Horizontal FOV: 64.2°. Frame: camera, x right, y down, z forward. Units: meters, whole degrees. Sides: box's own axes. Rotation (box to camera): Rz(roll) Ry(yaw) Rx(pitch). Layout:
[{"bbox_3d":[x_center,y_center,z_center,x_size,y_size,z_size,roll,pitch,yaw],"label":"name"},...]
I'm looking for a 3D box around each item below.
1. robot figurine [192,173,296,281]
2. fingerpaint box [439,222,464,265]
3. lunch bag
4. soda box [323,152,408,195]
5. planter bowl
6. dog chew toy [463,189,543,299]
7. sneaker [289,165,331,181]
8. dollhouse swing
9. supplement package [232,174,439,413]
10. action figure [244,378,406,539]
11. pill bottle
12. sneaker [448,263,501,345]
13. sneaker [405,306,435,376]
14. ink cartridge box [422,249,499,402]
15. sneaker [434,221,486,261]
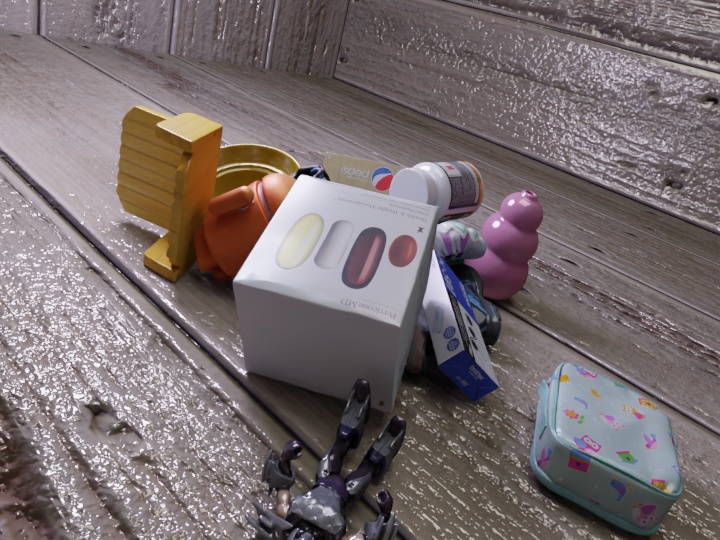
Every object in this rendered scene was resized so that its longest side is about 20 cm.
[{"bbox_3d":[-0.147,-0.062,0.826,0.196,0.146,0.117,-28,23,10],"label":"robot figurine"},{"bbox_3d":[0.119,-0.065,1.155,0.163,0.075,0.199,-3,30,-38],"label":"fingerpaint box"},{"bbox_3d":[0.282,0.198,0.680,0.156,0.079,0.200,21,24,15],"label":"lunch bag"},{"bbox_3d":[0.017,-0.197,1.226,0.193,0.070,0.064,12,3,5],"label":"soda box"},{"bbox_3d":[-0.197,-0.134,1.001,0.193,0.085,0.204,4,41,-3],"label":"planter bowl"},{"bbox_3d":[0.267,-0.050,1.049,0.121,0.205,0.126,15,27,-8],"label":"dog chew toy"},{"bbox_3d":[-0.040,-0.093,0.877,0.196,0.114,0.073,25,56,28],"label":"sneaker"},{"bbox_3d":[-0.312,-0.130,0.848,0.170,0.205,0.183,16,23,-1],"label":"dollhouse swing"},{"bbox_3d":[-0.021,0.020,0.681,0.185,0.150,0.203,13,45,10],"label":"supplement package"},{"bbox_3d":[-0.021,0.189,0.515,0.128,0.071,0.200,30,30,9],"label":"action figure"},{"bbox_3d":[0.151,-0.154,1.129,0.115,0.120,0.197,32,27,33],"label":"pill bottle"},{"bbox_3d":[0.161,0.043,0.944,0.079,0.075,0.201,9,24,-17],"label":"sneaker"},{"bbox_3d":[0.080,0.088,0.822,0.081,0.078,0.201,37,29,-2],"label":"sneaker"},{"bbox_3d":[0.128,0.069,0.794,0.094,0.044,0.203,45,22,-33],"label":"ink cartridge box"},{"bbox_3d":[0.113,-0.013,0.948,0.194,0.078,0.144,15,64,-8],"label":"sneaker"}]
